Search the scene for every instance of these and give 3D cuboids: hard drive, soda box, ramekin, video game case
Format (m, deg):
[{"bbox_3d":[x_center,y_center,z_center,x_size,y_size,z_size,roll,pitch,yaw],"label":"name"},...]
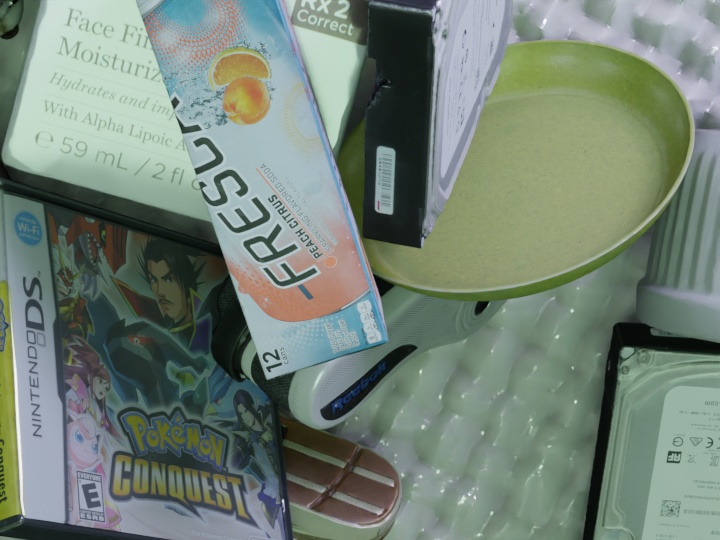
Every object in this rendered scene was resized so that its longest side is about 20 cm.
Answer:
[{"bbox_3d":[0.044,-0.124,1.057,0.038,0.200,0.140,10,129,11],"label":"hard drive"},{"bbox_3d":[-0.046,-0.055,0.986,0.063,0.068,0.201,-18,106,3],"label":"soda box"},{"bbox_3d":[0.202,0.131,1.204,0.139,0.038,0.201,5,115,-3],"label":"hard drive"},{"bbox_3d":[0.249,-0.017,1.113,0.199,0.200,0.106,4,95,-2],"label":"ramekin"},{"bbox_3d":[-0.115,0.059,1.097,0.025,0.200,0.182,-23,64,35],"label":"video game case"}]

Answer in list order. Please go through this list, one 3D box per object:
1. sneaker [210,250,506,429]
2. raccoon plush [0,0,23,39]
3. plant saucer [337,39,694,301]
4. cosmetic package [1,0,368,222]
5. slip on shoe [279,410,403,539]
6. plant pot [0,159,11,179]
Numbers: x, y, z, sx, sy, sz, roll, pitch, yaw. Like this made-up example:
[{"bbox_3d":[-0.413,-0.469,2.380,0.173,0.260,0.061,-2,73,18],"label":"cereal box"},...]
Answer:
[{"bbox_3d":[0.000,0.000,1.152,0.112,0.200,0.073,32,134,28],"label":"sneaker"},{"bbox_3d":[-0.237,-0.206,1.079,0.097,0.134,0.200,-43,102,9],"label":"raccoon plush"},{"bbox_3d":[0.080,-0.049,1.109,0.199,0.200,0.031,-18,131,4],"label":"plant saucer"},{"bbox_3d":[-0.077,-0.143,1.084,0.164,0.165,0.201,15,104,-7],"label":"cosmetic package"},{"bbox_3d":[-0.071,0.103,1.204,0.199,0.076,0.061,23,148,2],"label":"slip on shoe"},{"bbox_3d":[-0.265,-0.038,1.117,0.186,0.187,0.201,-14,90,3],"label":"plant pot"}]
